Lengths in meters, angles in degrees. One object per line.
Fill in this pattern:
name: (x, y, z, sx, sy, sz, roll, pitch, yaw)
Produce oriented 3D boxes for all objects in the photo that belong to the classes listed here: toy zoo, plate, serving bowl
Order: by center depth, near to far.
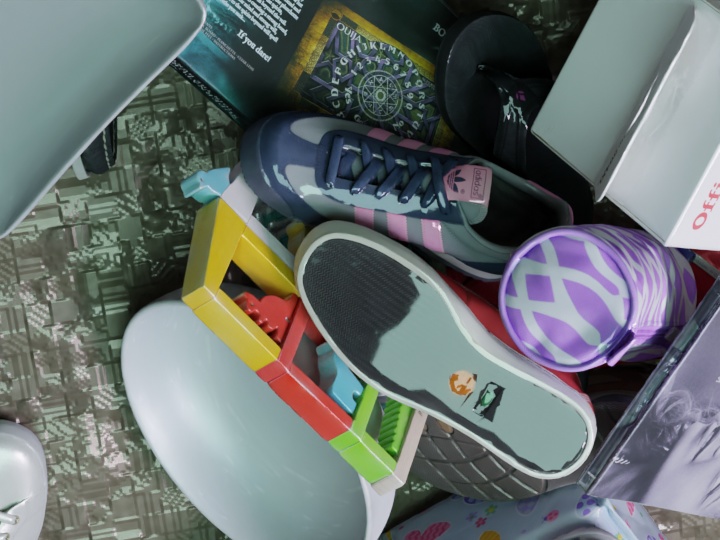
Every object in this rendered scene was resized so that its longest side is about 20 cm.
plate: (-0.204, -0.152, 1.588, 0.200, 0.032, 0.200, 48, 115, 4)
toy zoo: (-0.032, 0.017, 1.616, 0.020, 0.131, 0.200, -29, 116, 35)
serving bowl: (-0.050, 0.086, 1.716, 0.066, 0.200, 0.201, -39, 123, -34)

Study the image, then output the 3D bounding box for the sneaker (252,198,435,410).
sneaker: (0.000, 0.000, 1.732, 0.091, 0.077, 0.201, -32, 106, -35)

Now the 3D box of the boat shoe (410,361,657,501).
boat shoe: (0.111, 0.094, 1.769, 0.199, 0.072, 0.076, -2, 122, 28)

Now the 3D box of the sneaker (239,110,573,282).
sneaker: (0.031, -0.051, 1.619, 0.199, 0.082, 0.070, 16, 71, -28)

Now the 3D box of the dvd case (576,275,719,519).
dvd case: (0.220, 0.080, 1.697, 0.200, 0.016, 0.149, 15, 112, -56)

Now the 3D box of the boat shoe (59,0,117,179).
boat shoe: (-0.144, -0.149, 1.632, 0.060, 0.074, 0.201, -2, 108, -3)

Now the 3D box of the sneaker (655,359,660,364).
sneaker: (0.216, 0.064, 1.787, 0.076, 0.075, 0.200, -44, 113, 8)

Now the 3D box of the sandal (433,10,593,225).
sandal: (0.103, -0.078, 1.685, 0.075, 0.048, 0.201, -49, 136, -17)

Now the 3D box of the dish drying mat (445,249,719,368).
dish drying mat: (0.155, 0.020, 1.723, 0.199, 0.018, 0.077, -8, 103, 4)

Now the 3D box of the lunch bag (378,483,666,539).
lunch bag: (0.131, 0.227, 1.825, 0.169, 0.127, 0.200, -29, 118, 10)

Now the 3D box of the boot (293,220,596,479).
boot: (0.049, 0.030, 1.646, 0.200, 0.144, 0.072, 37, 106, -8)

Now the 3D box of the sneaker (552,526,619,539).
sneaker: (0.078, 0.232, 1.718, 0.200, 0.082, 0.075, -41, 105, 16)

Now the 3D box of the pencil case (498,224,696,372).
pencil case: (0.138, 0.018, 1.615, 0.084, 0.200, 0.086, -42, 77, 15)

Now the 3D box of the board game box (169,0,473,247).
board game box: (-0.012, -0.123, 1.658, 0.200, 0.028, 0.135, 41, 77, -24)

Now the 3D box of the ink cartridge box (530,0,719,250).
ink cartridge box: (0.208, -0.095, 1.636, 0.200, 0.125, 0.129, 5, 119, -47)

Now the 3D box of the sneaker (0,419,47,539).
sneaker: (-0.242, 0.192, 1.771, 0.073, 0.085, 0.201, 17, 110, -15)
